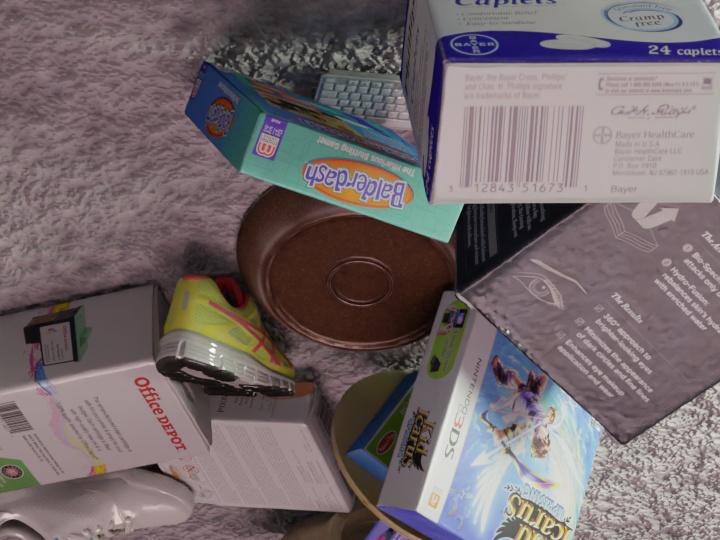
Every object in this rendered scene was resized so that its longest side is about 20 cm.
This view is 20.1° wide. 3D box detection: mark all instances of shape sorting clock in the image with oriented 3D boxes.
[{"bbox_3d":[0.066,0.163,1.707,0.200,0.200,0.039,16,131,-24],"label":"shape sorting clock"}]

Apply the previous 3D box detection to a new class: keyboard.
[{"bbox_3d":[0.064,-0.119,1.498,0.199,0.011,0.056,5,141,-11],"label":"keyboard"}]

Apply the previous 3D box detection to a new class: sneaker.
[{"bbox_3d":[-0.102,0.053,1.653,0.078,0.091,0.200,-2,167,16],"label":"sneaker"},{"bbox_3d":[-0.251,0.226,1.841,0.199,0.089,0.075,6,145,-9],"label":"sneaker"}]

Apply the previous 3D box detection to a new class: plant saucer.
[{"bbox_3d":[0.000,0.000,1.602,0.200,0.035,0.201,2,136,2],"label":"plant saucer"}]

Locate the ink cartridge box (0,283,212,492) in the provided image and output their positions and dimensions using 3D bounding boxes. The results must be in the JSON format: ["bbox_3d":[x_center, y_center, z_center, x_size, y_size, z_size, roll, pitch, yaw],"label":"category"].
[{"bbox_3d":[-0.238,0.101,1.689,0.199,0.084,0.145,-12,142,10],"label":"ink cartridge box"}]

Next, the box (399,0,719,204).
[{"bbox_3d":[0.127,-0.132,1.320,0.183,0.200,0.105,0,120,-5],"label":"box"}]

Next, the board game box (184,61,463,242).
[{"bbox_3d":[-0.028,-0.083,1.385,0.152,0.200,0.045,19,99,-19],"label":"board game box"}]

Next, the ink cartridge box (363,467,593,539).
[{"bbox_3d":[0.093,0.214,1.801,0.200,0.076,0.137,-22,155,-38],"label":"ink cartridge box"}]

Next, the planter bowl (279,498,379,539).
[{"bbox_3d":[0.003,0.296,1.882,0.200,0.201,0.135,10,133,-18],"label":"planter bowl"}]

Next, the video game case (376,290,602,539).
[{"bbox_3d":[0.112,0.139,1.612,0.045,0.182,0.200,2,157,43],"label":"video game case"}]

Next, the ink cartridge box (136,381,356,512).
[{"bbox_3d":[-0.115,0.156,1.824,0.199,0.050,0.162,4,146,19],"label":"ink cartridge box"}]

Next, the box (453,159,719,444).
[{"bbox_3d":[0.207,-0.009,1.515,0.200,0.118,0.197,-36,117,25],"label":"box"}]
